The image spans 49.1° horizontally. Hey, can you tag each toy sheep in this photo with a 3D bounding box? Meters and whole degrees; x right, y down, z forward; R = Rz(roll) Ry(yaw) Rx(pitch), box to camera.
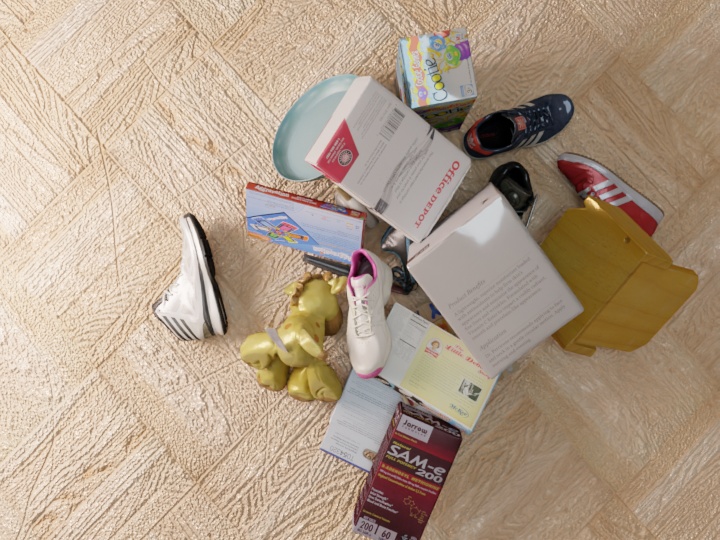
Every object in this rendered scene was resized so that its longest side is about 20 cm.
[{"bbox_3d":[0.019,-0.137,1.253,0.199,0.138,0.139,-38,87,12],"label":"toy sheep"}]

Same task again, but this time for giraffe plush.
[{"bbox_3d":[-0.087,0.087,1.241,0.168,0.202,0.164,14,53,13],"label":"giraffe plush"}]

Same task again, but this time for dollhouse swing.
[{"bbox_3d":[0.393,0.013,1.247,0.183,0.173,0.202,52,126,31],"label":"dollhouse swing"}]

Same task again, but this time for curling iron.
[{"bbox_3d":[0.000,0.000,1.296,0.195,0.026,0.051,11,85,0],"label":"curling iron"}]

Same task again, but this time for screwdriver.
[{"bbox_3d":[0.262,-0.028,1.293,0.029,0.028,0.204,23,91,30],"label":"screwdriver"}]

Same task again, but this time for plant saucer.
[{"bbox_3d":[-0.056,-0.222,1.254,0.197,0.027,0.204,-21,52,28],"label":"plant saucer"}]

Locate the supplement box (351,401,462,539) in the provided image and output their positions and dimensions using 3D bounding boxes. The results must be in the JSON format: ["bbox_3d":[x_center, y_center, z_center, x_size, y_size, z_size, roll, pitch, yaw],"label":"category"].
[{"bbox_3d":[0.070,0.321,1.217,0.107,0.061,0.204,21,97,-3],"label":"supplement box"}]

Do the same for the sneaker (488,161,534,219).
[{"bbox_3d":[0.221,-0.079,1.257,0.074,0.114,0.204,19,89,3],"label":"sneaker"}]

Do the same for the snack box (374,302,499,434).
[{"bbox_3d":[0.111,0.151,1.226,0.197,0.037,0.118,30,72,8],"label":"snack box"}]

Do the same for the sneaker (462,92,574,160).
[{"bbox_3d":[0.262,-0.236,1.278,0.196,0.085,0.076,-25,87,-1],"label":"sneaker"}]

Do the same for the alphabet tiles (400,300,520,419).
[{"bbox_3d":[0.137,0.131,1.266,0.197,0.008,0.170,-27,80,-14],"label":"alphabet tiles"}]

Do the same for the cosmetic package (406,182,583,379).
[{"bbox_3d":[0.188,0.008,1.137,0.164,0.165,0.202,-36,96,11],"label":"cosmetic package"}]

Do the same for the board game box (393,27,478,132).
[{"bbox_3d":[0.112,-0.284,1.223,0.100,0.200,0.108,-10,87,0],"label":"board game box"}]

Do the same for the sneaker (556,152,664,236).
[{"bbox_3d":[0.385,-0.097,1.277,0.198,0.071,0.114,33,84,0],"label":"sneaker"}]

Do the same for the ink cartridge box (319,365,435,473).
[{"bbox_3d":[0.057,0.232,1.276,0.193,0.043,0.204,25,88,-1],"label":"ink cartridge box"}]

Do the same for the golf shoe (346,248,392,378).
[{"bbox_3d":[0.004,0.061,1.201,0.073,0.092,0.204,-10,58,18],"label":"golf shoe"}]

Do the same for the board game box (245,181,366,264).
[{"bbox_3d":[-0.088,-0.073,1.257,0.195,0.104,0.020,16,46,8],"label":"board game box"}]

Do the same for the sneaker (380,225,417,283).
[{"bbox_3d":[0.115,-0.002,1.267,0.082,0.073,0.201,-39,94,16],"label":"sneaker"}]

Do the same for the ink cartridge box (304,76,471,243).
[{"bbox_3d":[0.041,-0.159,1.144,0.198,0.083,0.147,35,90,-21],"label":"ink cartridge box"}]

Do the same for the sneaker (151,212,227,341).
[{"bbox_3d":[-0.290,0.017,1.271,0.112,0.076,0.206,-14,90,-2],"label":"sneaker"}]
